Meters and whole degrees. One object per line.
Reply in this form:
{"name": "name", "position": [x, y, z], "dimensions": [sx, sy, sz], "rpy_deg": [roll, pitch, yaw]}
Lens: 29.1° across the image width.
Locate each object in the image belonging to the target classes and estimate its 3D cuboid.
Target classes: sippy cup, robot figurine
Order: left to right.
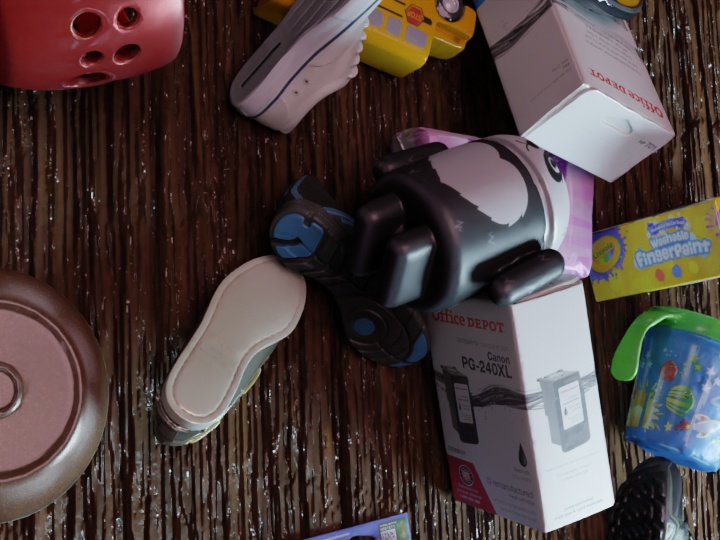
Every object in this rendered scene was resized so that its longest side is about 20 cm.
{"name": "robot figurine", "position": [0.084, -0.041, 1.157], "dimensions": [0.198, 0.124, 0.152], "rpy_deg": [-21, 91, -32]}
{"name": "sippy cup", "position": [0.321, 0.120, 1.347], "dimensions": [0.176, 0.140, 0.132], "rpy_deg": [22, 80, 4]}

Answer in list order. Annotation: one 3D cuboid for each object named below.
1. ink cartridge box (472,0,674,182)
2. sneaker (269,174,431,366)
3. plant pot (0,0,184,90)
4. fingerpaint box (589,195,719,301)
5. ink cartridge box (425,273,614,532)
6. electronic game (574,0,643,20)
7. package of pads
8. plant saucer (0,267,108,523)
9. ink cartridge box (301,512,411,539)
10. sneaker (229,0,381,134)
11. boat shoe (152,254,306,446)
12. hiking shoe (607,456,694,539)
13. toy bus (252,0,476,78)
{"name": "ink cartridge box", "position": [0.193, -0.201, 1.291], "dimensions": [0.146, 0.086, 0.202], "rpy_deg": [20, 46, -42]}
{"name": "sneaker", "position": [0.000, 0.000, 1.220], "dimensions": [0.201, 0.073, 0.082], "rpy_deg": [52, 26, -27]}
{"name": "plant pot", "position": [-0.254, -0.233, 1.059], "dimensions": [0.181, 0.200, 0.203], "rpy_deg": [-18, 90, -24]}
{"name": "fingerpaint box", "position": [0.340, -0.031, 1.336], "dimensions": [0.165, 0.199, 0.074], "rpy_deg": [-14, 88, -30]}
{"name": "ink cartridge box", "position": [0.135, 0.107, 1.211], "dimensions": [0.083, 0.145, 0.203], "rpy_deg": [-15, 100, -28]}
{"name": "electronic game", "position": [0.192, -0.314, 1.283], "dimensions": [0.199, 0.042, 0.201], "rpy_deg": [34, 34, -27]}
{"name": "package of pads", "position": [0.121, -0.060, 1.295], "dimensions": [0.198, 0.075, 0.122], "rpy_deg": [7, 81, -26]}
{"name": "plant saucer", "position": [-0.286, 0.094, 1.073], "dimensions": [0.198, 0.037, 0.203], "rpy_deg": [5, 79, -27]}
{"name": "ink cartridge box", "position": [0.019, 0.320, 1.194], "dimensions": [0.118, 0.042, 0.203], "rpy_deg": [-8, 83, -29]}
{"name": "sneaker", "position": [-0.027, -0.201, 1.200], "dimensions": [0.070, 0.200, 0.074], "rpy_deg": [30, 30, -37]}
{"name": "boat shoe", "position": [-0.111, 0.064, 1.154], "dimensions": [0.072, 0.060, 0.202], "rpy_deg": [37, 47, -3]}
{"name": "hiking shoe", "position": [0.297, 0.280, 1.338], "dimensions": [0.100, 0.075, 0.203], "rpy_deg": [4, 88, -36]}
{"name": "toy bus", "position": [0.006, -0.238, 1.271], "dimensions": [0.198, 0.065, 0.079], "rpy_deg": [20, 72, -24]}
